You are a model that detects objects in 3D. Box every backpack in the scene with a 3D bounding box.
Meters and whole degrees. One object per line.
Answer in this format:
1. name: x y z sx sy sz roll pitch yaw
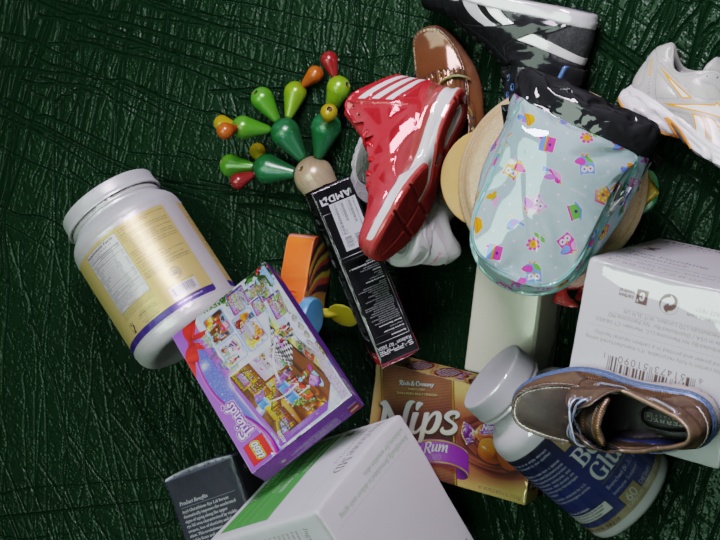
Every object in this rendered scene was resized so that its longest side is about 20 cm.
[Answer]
1. backpack: 0.177 -0.076 1.531 0.166 0.127 0.201 27 98 13

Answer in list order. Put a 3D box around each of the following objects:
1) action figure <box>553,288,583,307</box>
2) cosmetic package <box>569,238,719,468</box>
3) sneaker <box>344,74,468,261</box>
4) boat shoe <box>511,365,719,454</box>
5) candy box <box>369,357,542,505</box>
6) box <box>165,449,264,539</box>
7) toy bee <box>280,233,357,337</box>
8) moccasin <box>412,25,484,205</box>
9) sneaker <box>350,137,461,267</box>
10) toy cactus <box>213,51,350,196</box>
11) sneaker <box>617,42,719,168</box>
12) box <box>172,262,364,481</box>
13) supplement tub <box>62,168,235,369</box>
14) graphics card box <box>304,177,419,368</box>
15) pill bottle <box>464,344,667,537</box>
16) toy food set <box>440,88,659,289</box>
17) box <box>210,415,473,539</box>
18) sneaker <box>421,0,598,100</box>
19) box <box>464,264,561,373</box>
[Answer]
1. action figure: 0.239 -0.063 1.663 0.052 0.065 0.202 15 105 49
2. cosmetic package: 0.315 0.072 1.556 0.164 0.200 0.166 15 104 27
3. sneaker: 0.022 -0.111 1.667 0.115 0.078 0.201 21 72 25
4. boat shoe: 0.220 0.128 1.460 0.199 0.072 0.073 -1 96 30
5. candy box: 0.107 0.171 1.765 0.199 0.056 0.118 13 102 26
6. box: -0.115 0.302 1.852 0.104 0.148 0.201 -23 83 29
7. toy bee: -0.076 0.065 1.842 0.131 0.109 0.201 30 84 29
8. moccasin: 0.089 -0.163 1.722 0.073 0.078 0.203 -9 85 31
9. sneaker: 0.054 -0.081 1.758 0.078 0.099 0.201 -41 50 37
10. toy cactus: -0.072 -0.138 1.820 0.199 0.102 0.166 -33 89 19
11. sneaker: 0.353 -0.155 1.586 0.199 0.076 0.092 33 106 21
12. box: -0.103 0.108 1.751 0.137 0.039 0.200 -38 59 5
13. supplement tub: -0.245 -0.003 1.890 0.145 0.145 0.201 -41 76 26
14. graphics card box: 0.000 0.000 1.743 0.051 0.125 0.201 -23 93 -3
15. pill bottle: 0.205 0.169 1.637 0.200 0.111 0.111 40 115 -10
16. toy food set: 0.191 -0.084 1.618 0.200 0.049 0.198 -39 77 11
17. box: -0.014 0.302 1.729 0.171 0.199 0.201 -21 104 37
18. sneaker: 0.143 -0.233 1.690 0.199 0.073 0.113 16 102 25
19. box: 0.169 0.012 1.706 0.082 0.068 0.201 13 102 27
